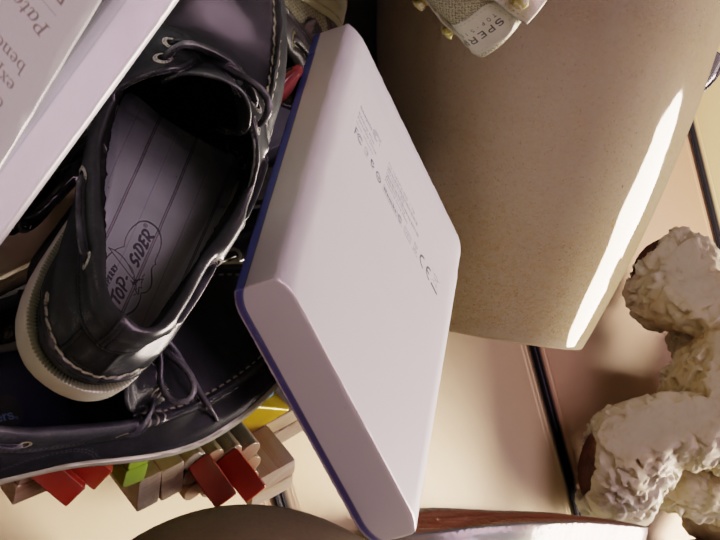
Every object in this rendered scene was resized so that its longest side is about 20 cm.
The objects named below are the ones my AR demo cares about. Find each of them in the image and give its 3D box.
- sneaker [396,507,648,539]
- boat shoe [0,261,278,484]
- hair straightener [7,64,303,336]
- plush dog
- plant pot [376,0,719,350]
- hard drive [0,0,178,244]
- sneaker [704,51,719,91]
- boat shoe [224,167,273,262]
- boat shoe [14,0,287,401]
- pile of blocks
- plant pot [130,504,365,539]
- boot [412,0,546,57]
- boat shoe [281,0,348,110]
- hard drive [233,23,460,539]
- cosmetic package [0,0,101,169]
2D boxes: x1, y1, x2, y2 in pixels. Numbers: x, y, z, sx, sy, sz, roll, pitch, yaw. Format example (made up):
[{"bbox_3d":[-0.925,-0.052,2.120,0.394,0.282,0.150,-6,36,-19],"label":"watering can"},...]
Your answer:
[{"bbox_3d":[0.081,0.168,1.135,0.200,0.071,0.080,9,86,-45],"label":"sneaker"},{"bbox_3d":[-0.096,0.035,0.828,0.199,0.062,0.075,-15,69,-37],"label":"boat shoe"},{"bbox_3d":[-0.112,-0.045,0.896,0.077,0.041,0.200,46,65,-5],"label":"hair straightener"},{"bbox_3d":[0.224,0.097,1.300,0.172,0.160,0.201,74,29,-58],"label":"plush dog"},{"bbox_3d":[0.084,-0.065,1.113,0.187,0.187,0.201,8,93,-52],"label":"plant pot"},{"bbox_3d":[-0.109,-0.079,0.795,0.027,0.132,0.200,39,78,-18],"label":"hard drive"},{"bbox_3d":[0.161,-0.149,1.258,0.076,0.114,0.200,54,45,-33],"label":"sneaker"},{"bbox_3d":[-0.049,-0.017,0.999,0.200,0.068,0.057,-6,88,-46],"label":"boat shoe"},{"bbox_3d":[-0.065,-0.049,0.796,0.074,0.066,0.200,34,61,-15],"label":"boat shoe"},{"bbox_3d":[-0.074,0.066,0.919,0.200,0.082,0.062,3,39,-54],"label":"pile of blocks"},{"bbox_3d":[-0.047,0.174,0.891,0.135,0.200,0.201,-99,163,-63],"label":"plant pot"},{"bbox_3d":[0.007,-0.145,0.939,0.155,0.072,0.200,46,59,-24],"label":"boot"},{"bbox_3d":[-0.070,-0.117,0.979,0.201,0.072,0.066,14,68,-56],"label":"boat shoe"},{"bbox_3d":[0.000,0.000,0.920,0.200,0.025,0.132,-77,145,-54],"label":"hard drive"},{"bbox_3d":[-0.213,-0.082,0.695,0.166,0.167,0.200,49,48,-32],"label":"cosmetic package"}]
